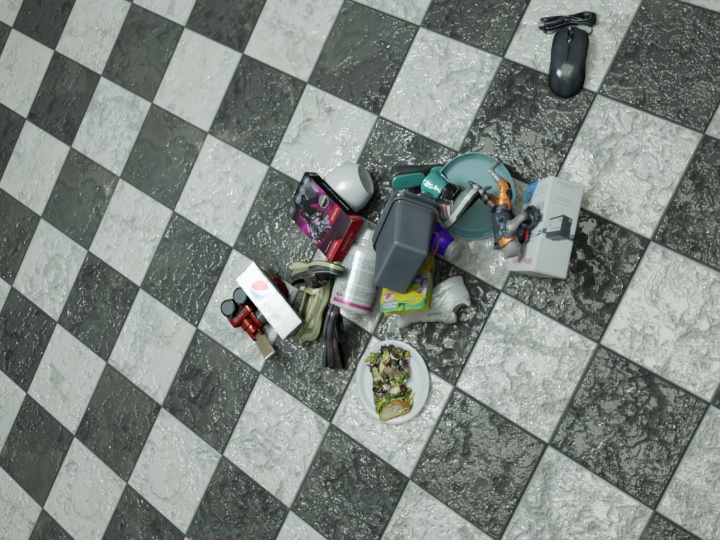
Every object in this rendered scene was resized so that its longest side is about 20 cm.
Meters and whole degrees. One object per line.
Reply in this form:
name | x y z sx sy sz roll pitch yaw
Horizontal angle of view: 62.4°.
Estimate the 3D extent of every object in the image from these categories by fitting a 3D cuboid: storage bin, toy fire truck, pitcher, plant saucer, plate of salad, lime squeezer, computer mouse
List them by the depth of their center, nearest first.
storage bin | 0.103 -0.049 1.340 0.141 0.202 0.137 17 51 -8
computer mouse | 0.483 -0.513 1.396 0.134 0.053 0.208 1 85 20
plant saucer | 0.271 -0.179 1.428 0.193 0.027 0.207 3 103 14
plate of salad | 0.074 0.276 1.473 0.194 0.048 0.208 -2 84 22
pitcher | -0.059 -0.169 1.536 0.196 0.120 0.177 -23 75 26
lime squeezer | -0.068 -0.035 1.541 0.036 0.071 0.206 8 114 -5
toy fire truck | -0.259 0.122 1.589 0.175 0.128 0.202 -41 84 11

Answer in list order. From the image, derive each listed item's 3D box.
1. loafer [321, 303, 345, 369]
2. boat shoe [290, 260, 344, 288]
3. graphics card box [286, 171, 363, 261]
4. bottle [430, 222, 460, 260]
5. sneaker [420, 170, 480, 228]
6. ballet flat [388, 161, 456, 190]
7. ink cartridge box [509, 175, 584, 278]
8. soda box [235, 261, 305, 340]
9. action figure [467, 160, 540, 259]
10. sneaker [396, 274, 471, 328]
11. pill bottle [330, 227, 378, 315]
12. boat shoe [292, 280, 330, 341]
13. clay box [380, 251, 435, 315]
loafer | -0.058 0.169 1.489 0.061 0.073 0.204 16 130 10
boat shoe | -0.110 0.014 1.487 0.197 0.072 0.067 -3 73 53
graphics card box | -0.091 -0.134 1.467 0.200 0.050 0.127 47 122 26
bottle | 0.156 -0.098 1.450 0.065 0.085 0.199 -40 60 -19
sneaker | 0.196 -0.175 1.344 0.083 0.200 0.121 -42 87 -13
ballet flat | 0.162 -0.240 1.471 0.193 0.073 0.076 -4 82 -7
ink cartridge box | 0.412 -0.090 1.321 0.081 0.145 0.207 13 89 -6
soda box | -0.228 0.077 1.509 0.068 0.064 0.201 -40 81 -1
action figure | 0.308 -0.112 1.335 0.101 0.201 0.199 -9 67 -18
sneaker | 0.176 0.097 1.437 0.197 0.075 0.102 -33 73 15
pill bottle | 0.000 0.000 1.496 0.110 0.113 0.207 16 90 21
boat shoe | -0.130 0.081 1.553 0.072 0.062 0.207 19 97 54
clay box | 0.115 0.036 1.419 0.111 0.048 0.203 -8 40 20
